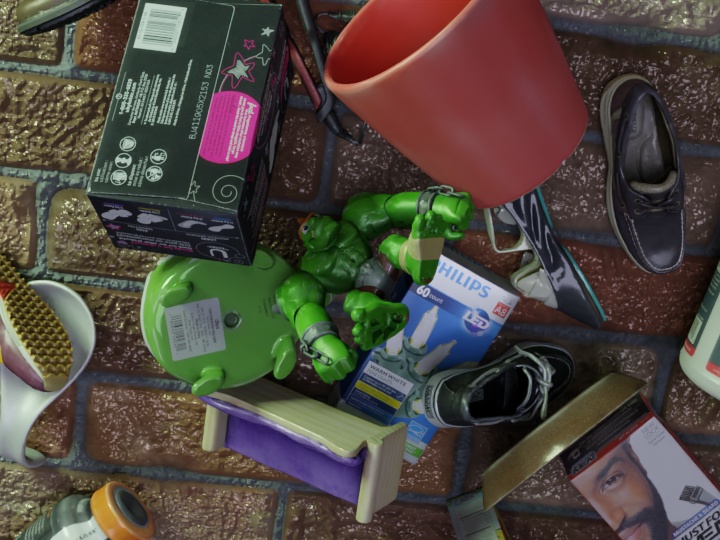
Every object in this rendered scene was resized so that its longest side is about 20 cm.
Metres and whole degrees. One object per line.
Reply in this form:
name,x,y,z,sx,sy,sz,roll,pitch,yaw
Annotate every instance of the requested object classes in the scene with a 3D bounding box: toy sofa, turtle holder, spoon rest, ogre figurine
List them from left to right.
spoon rest,-0.315,0.106,1.170,0.099,0.061,0.201,18,107,6
turtle holder,-0.118,0.021,1.117,0.185,0.132,0.141,-41,114,-7
toy sofa,-0.063,0.163,1.137,0.199,0.097,0.083,19,110,29
ogre figurine,0.000,0.000,1.039,0.098,0.120,0.201,31,82,-48

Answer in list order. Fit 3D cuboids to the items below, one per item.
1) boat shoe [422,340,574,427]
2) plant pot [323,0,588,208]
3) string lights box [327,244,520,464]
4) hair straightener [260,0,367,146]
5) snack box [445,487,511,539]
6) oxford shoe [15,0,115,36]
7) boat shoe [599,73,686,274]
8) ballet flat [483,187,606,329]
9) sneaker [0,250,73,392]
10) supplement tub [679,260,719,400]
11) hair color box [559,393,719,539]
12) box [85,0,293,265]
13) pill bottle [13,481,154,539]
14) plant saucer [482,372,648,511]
boat shoe,0.150,0.108,1.140,0.199,0.068,0.074,-3,90,-42
plant pot,0.094,-0.164,1.050,0.200,0.201,0.177,-37,117,9
string lights box,0.060,0.078,1.182,0.102,0.059,0.201,28,104,-10
hair straightener,-0.032,-0.209,1.099,0.077,0.041,0.201,-24,107,5
snack box,0.154,0.341,1.224,0.053,0.142,0.201,-23,106,4
oxford shoe,-0.230,-0.282,1.057,0.200,0.073,0.085,-38,103,-4
boat shoe,0.273,-0.085,1.138,0.071,0.065,0.201,-12,108,0
ballet flat,0.165,-0.022,1.152,0.073,0.073,0.201,-27,100,6
sneaker,-0.347,0.053,1.122,0.090,0.075,0.200,-48,66,16
supplement tub,0.402,0.030,1.140,0.139,0.140,0.201,17,106,-7
hair color box,0.313,0.240,1.242,0.111,0.064,0.200,-40,103,10
box,-0.141,-0.121,1.029,0.131,0.115,0.201,8,67,5
pill bottle,-0.302,0.299,1.211,0.200,0.106,0.106,-40,105,10
plant saucer,0.190,0.160,1.158,0.200,0.200,0.035,-41,76,10
